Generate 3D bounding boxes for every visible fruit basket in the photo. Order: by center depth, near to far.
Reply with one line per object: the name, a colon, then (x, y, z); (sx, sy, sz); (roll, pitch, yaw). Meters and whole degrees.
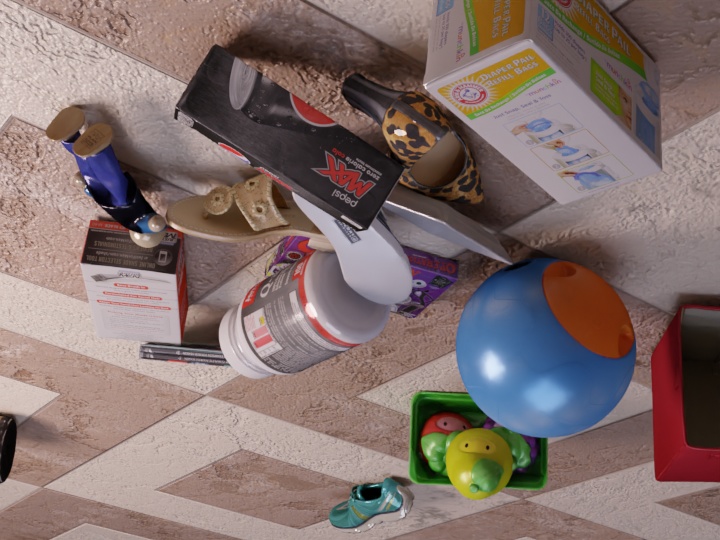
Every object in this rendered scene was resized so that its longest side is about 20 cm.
fruit basket: (0.168, 0.252, 1.606); (0.215, 0.156, 0.216); (3, 166, 1)

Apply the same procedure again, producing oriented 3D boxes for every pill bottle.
pill bottle: (-0.069, 0.053, 1.276); (0.116, 0.116, 0.200); (25, 145, -32)
pill bottle: (-0.679, 0.286, 1.849); (0.200, 0.112, 0.112); (7, 151, -4)

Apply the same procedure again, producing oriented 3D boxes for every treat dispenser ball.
treat dispenser ball: (0.206, 0.086, 1.257); (0.200, 0.201, 0.201); (4, 151, 2)

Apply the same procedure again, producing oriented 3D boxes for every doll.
doll: (-0.250, -0.081, 1.159); (0.136, 0.048, 0.200); (30, 160, 25)

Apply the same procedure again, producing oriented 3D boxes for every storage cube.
storage cube: (0.454, 0.160, 1.361); (0.171, 0.200, 0.180); (2, 157, 4)

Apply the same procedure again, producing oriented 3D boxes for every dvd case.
dvd case: (-0.182, 0.113, 1.488); (0.200, 0.022, 0.146); (6, 179, 1)

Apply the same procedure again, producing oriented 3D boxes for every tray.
tray: (0.082, -0.050, 1.140); (0.107, 0.022, 0.200); (24, 180, 28)

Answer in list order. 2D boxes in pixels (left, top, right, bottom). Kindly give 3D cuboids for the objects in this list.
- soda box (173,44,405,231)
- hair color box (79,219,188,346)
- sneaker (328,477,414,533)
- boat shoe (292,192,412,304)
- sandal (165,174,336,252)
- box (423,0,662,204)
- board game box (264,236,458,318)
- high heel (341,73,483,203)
soda box: (-0.064, -0.115, 0.996); (0.200, 0.071, 0.063); (32, 176, -9)
hair color box: (-0.268, 0.019, 1.353); (0.111, 0.064, 0.200); (7, 153, -4)
sneaker: (0.010, 0.420, 2.045); (0.080, 0.078, 0.200); (43, 132, -21)
boat shoe: (-0.004, -0.048, 1.158); (0.072, 0.068, 0.200); (-21, 128, 25)
sandal: (-0.093, -0.073, 1.176); (0.211, 0.078, 0.070); (8, 127, -18)
box: (0.154, -0.158, 0.916); (0.101, 0.113, 0.200); (-18, 143, 38)
board game box: (0.000, 0.000, 1.316); (0.200, 0.032, 0.120); (15, 145, -18)
high heel: (0.077, -0.097, 1.015); (0.200, 0.071, 0.143); (37, -179, -37)
